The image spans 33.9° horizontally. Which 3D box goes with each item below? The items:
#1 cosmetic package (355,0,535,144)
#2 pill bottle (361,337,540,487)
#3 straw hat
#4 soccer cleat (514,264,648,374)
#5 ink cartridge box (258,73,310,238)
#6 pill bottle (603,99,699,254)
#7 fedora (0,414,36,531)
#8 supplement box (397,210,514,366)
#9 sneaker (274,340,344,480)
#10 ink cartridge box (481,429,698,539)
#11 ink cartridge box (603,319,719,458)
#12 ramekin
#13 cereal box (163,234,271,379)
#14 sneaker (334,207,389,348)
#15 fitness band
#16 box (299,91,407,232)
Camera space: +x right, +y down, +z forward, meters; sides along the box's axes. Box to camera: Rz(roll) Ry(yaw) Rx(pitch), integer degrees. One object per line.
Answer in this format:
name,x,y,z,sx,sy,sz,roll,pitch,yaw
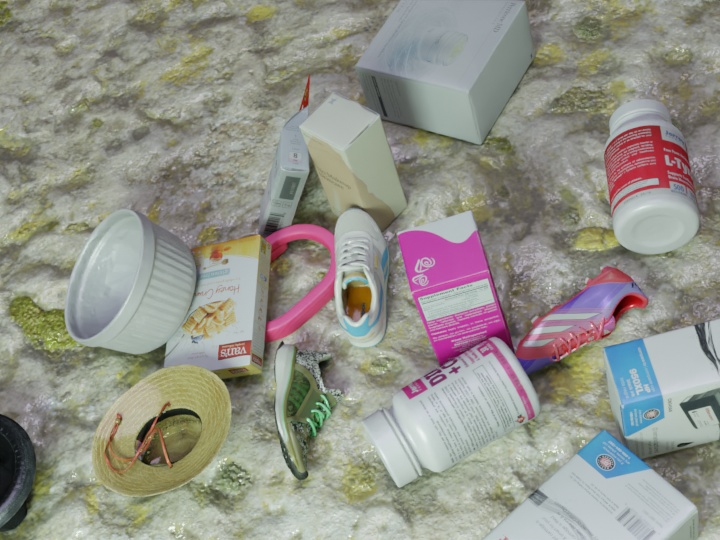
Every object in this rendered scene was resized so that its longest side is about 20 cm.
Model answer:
cosmetic package,0.133,-0.323,1.815,0.200,0.123,0.199,18,62,26
pill bottle,0.110,0.176,1.451,0.200,0.113,0.113,-30,51,-6
straw hat,-0.243,0.226,1.543,0.201,0.085,0.201,-12,50,15
soccer cleat,0.279,0.073,1.512,0.200,0.067,0.076,-39,57,-16
ink cartridge box,-0.113,-0.170,1.753,0.057,0.163,0.200,5,53,-14
pill bottle,0.389,-0.131,1.596,0.112,0.112,0.200,-7,53,12
fedora,-0.506,0.288,1.572,0.200,0.092,0.201,-8,52,11
supplement box,0.124,0.032,1.500,0.103,0.200,0.101,-15,51,5
sneaker,-0.065,0.176,1.538,0.088,0.077,0.200,-6,54,2
ink cartridge box,0.259,0.303,1.329,0.200,0.084,0.145,-39,53,-13
ink cartridge box,0.393,0.133,1.366,0.200,0.145,0.084,-15,53,6
ramekin,-0.320,0.023,1.662,0.200,0.105,0.200,-28,50,40
cereal box,-0.199,0.056,1.652,0.144,0.040,0.200,-11,60,24
sneaker,0.000,0.000,1.616,0.076,0.081,0.200,-10,66,7
fitness band,-0.111,0.016,1.691,0.200,0.037,0.144,-43,54,-15
box,-0.007,-0.148,1.675,0.095,0.200,0.078,31,68,33
